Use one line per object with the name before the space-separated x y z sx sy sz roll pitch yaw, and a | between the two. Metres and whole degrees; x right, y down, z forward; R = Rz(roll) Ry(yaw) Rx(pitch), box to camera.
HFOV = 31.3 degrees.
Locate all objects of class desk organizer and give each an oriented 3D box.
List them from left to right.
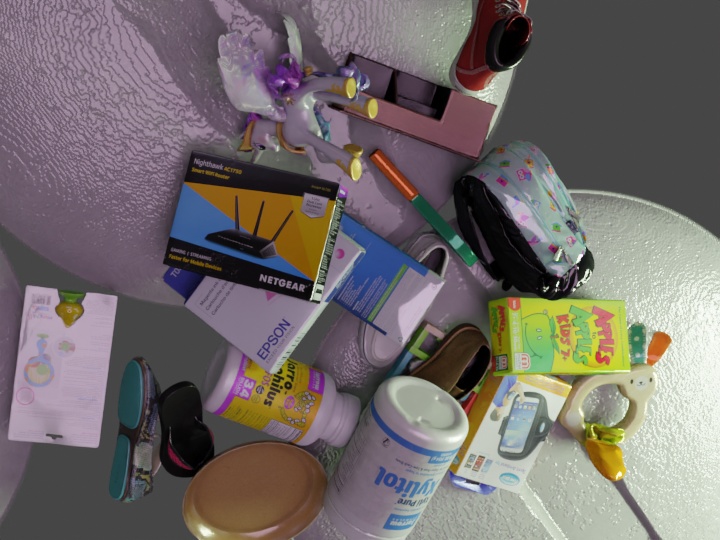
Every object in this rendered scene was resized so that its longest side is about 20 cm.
desk organizer | 0.069 -0.211 1.657 0.200 0.072 0.077 18 97 -17

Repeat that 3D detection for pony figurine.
pony figurine | -0.081 -0.208 1.566 0.166 0.200 0.193 -30 123 -49

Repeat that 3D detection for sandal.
sandal | -0.223 0.220 1.663 0.075 0.045 0.200 -30 147 -21

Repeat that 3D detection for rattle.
rattle | 0.379 0.177 1.802 0.200 0.143 0.130 -43 91 7

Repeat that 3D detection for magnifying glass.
magnifying glass | 0.084 -0.082 1.700 0.022 0.080 0.200 -41 99 2

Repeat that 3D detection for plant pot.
plant pot | -0.143 0.300 1.736 0.200 0.028 0.200 -9 127 -12

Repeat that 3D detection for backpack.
backpack | 0.214 -0.069 1.697 0.127 0.167 0.200 -39 107 -18

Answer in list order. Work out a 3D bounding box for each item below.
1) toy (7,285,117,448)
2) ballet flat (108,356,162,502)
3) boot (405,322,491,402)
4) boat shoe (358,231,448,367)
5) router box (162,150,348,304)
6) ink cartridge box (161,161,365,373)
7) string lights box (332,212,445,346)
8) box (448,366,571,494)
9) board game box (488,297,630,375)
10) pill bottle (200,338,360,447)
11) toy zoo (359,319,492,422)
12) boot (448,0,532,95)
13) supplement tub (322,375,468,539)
toy | -0.382 0.121 1.648 0.115 0.047 0.200 7 99 -12
ballet flat | -0.286 0.207 1.692 0.074 0.074 0.200 9 104 -16
boot | 0.104 0.165 1.740 0.074 0.075 0.200 33 98 -24
boat shoe | 0.062 0.045 1.725 0.072 0.066 0.200 29 96 -19
router box | -0.129 -0.054 1.585 0.200 0.051 0.149 13 88 15
ink cartridge box | -0.129 -0.006 1.629 0.200 0.043 0.196 37 95 9
string lights box | 0.000 0.000 1.665 0.200 0.059 0.103 34 95 3
box | 0.204 0.229 1.811 0.119 0.041 0.200 21 97 -30
board game box | 0.273 0.091 1.752 0.200 0.048 0.102 2 79 -28
pill bottle | -0.103 0.167 1.697 0.200 0.104 0.104 23 98 -18
toy zoo | 0.087 0.184 1.791 0.131 0.020 0.200 31 95 -19
boot | 0.188 -0.323 1.595 0.072 0.144 0.200 25 73 -15
supplement tub | 0.045 0.251 1.688 0.132 0.132 0.200 16 118 -17
